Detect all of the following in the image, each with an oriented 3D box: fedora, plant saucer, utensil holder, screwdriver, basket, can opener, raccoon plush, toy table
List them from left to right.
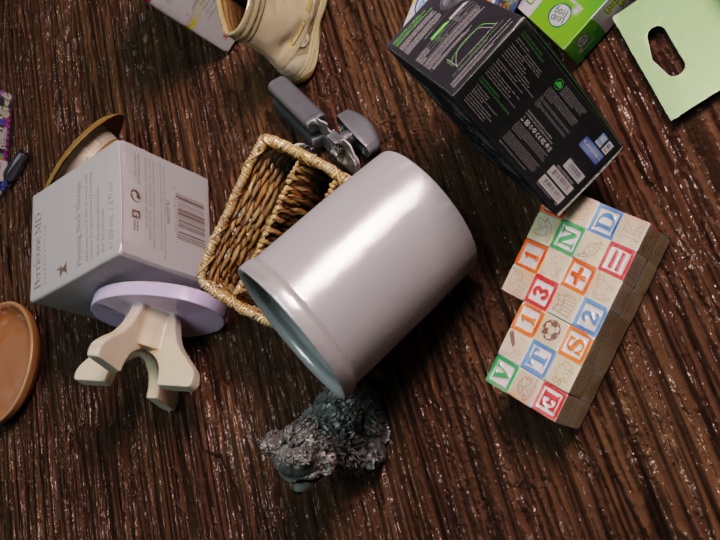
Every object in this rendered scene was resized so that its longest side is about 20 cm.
[{"bbox_3d":[-0.656,-0.130,1.631,0.202,0.028,0.029,-56,22,7],"label":"screwdriver"},{"bbox_3d":[-0.582,0.154,1.479,0.197,0.037,0.205,-12,69,34],"label":"plant saucer"},{"bbox_3d":[-0.399,-0.141,1.373,0.081,0.201,0.202,38,103,-1],"label":"fedora"},{"bbox_3d":[-0.276,0.094,1.173,0.197,0.184,0.119,-7,58,33],"label":"toy table"},{"bbox_3d":[-0.073,-0.030,1.058,0.142,0.148,0.203,31,95,40],"label":"basket"},{"bbox_3d":[-0.041,0.141,0.986,0.095,0.133,0.205,-10,70,36],"label":"raccoon plush"},{"bbox_3d":[-0.045,-0.193,1.162,0.066,0.054,0.200,-32,51,-13],"label":"can opener"},{"bbox_3d":[0.000,0.000,0.937,0.199,0.171,0.169,-41,50,-12],"label":"utensil holder"}]

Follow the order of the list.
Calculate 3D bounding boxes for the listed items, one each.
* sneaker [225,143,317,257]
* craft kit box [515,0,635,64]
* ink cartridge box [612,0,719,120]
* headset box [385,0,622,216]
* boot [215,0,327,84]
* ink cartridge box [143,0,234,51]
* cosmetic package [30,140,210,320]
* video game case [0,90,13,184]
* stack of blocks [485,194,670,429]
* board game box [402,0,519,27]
[{"bbox_3d":[-0.126,-0.080,1.169,0.072,0.071,0.202,38,97,47],"label":"sneaker"},{"bbox_3d":[0.239,-0.361,0.983,0.198,0.048,0.201,-50,52,19],"label":"craft kit box"},{"bbox_3d":[0.348,-0.259,0.854,0.198,0.048,0.148,-31,59,21],"label":"ink cartridge box"},{"bbox_3d":[0.133,-0.174,0.886,0.093,0.174,0.200,-45,30,6],"label":"headset box"},{"bbox_3d":[-0.118,-0.369,1.195,0.072,0.154,0.205,-6,72,36],"label":"boot"},{"bbox_3d":[-0.249,-0.443,1.297,0.146,0.199,0.145,-52,49,11],"label":"ink cartridge box"},{"bbox_3d":[-0.332,-0.044,1.257,0.198,0.165,0.171,-23,63,32],"label":"cosmetic package"},{"bbox_3d":[-0.735,-0.224,1.721,0.197,0.036,0.185,-16,68,34],"label":"video game case"},{"bbox_3d":[0.199,0.034,0.878,0.114,0.058,0.203,28,94,40],"label":"stack of blocks"},{"bbox_3d":[0.124,-0.321,1.021,0.136,0.034,0.203,49,127,40],"label":"board game box"}]
